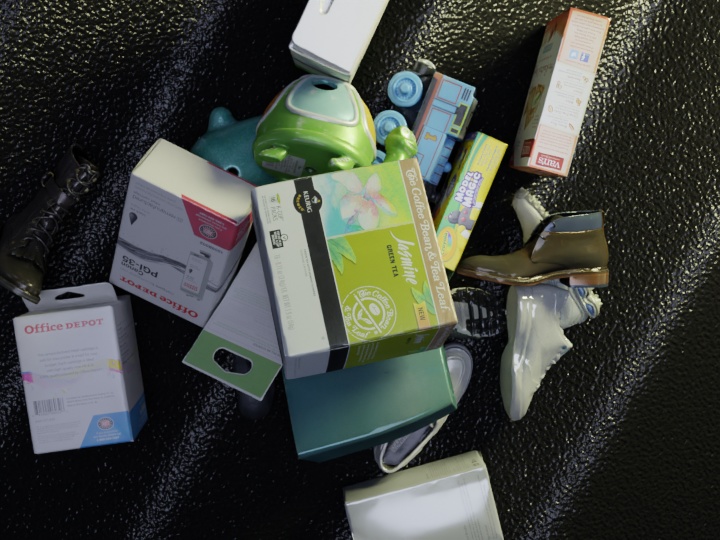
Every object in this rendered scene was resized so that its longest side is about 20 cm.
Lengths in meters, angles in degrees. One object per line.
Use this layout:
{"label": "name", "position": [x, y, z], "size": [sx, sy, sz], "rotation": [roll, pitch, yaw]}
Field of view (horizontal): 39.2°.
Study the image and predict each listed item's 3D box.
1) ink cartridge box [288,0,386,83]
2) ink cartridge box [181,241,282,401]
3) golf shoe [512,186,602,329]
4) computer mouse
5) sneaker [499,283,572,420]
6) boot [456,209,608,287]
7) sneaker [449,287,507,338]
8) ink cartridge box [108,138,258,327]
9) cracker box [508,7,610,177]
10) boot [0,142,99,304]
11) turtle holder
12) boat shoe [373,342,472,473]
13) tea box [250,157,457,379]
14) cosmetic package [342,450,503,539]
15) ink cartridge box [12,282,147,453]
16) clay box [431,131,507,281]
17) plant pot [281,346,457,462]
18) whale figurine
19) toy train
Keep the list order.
{"label": "ink cartridge box", "position": [-0.020, -0.311, 1.242], "size": [0.084, 0.200, 0.146], "rotation": [25, 95, -4]}
{"label": "ink cartridge box", "position": [-0.113, 0.060, 1.264], "size": [0.145, 0.048, 0.201], "rotation": [19, 72, 35]}
{"label": "golf shoe", "position": [0.239, -0.009, 1.349], "size": [0.097, 0.078, 0.201], "rotation": [-28, 95, 7]}
{"label": "computer mouse", "position": [-0.150, 0.104, 1.365], "size": [0.058, 0.034, 0.202], "rotation": [-7, 96, 0]}
{"label": "sneaker", "position": [0.236, 0.112, 1.342], "size": [0.088, 0.075, 0.201], "rotation": [-1, 117, -8]}
{"label": "boot", "position": [0.219, -0.031, 1.276], "size": [0.198, 0.075, 0.098], "rotation": [2, 97, -12]}
{"label": "sneaker", "position": [0.102, 0.061, 1.355], "size": [0.199, 0.090, 0.067], "rotation": [2, 79, -27]}
{"label": "ink cartridge box", "position": [-0.221, -0.042, 1.265], "size": [0.146, 0.083, 0.201], "rotation": [25, 133, 1]}
{"label": "cracker box", "position": [0.251, -0.223, 1.294], "size": [0.057, 0.134, 0.201], "rotation": [14, 95, -3]}
{"label": "boot", "position": [-0.392, -0.068, 1.269], "size": [0.174, 0.200, 0.069], "rotation": [-48, 127, 9]}
{"label": "turtle holder", "position": [-0.035, -0.162, 1.224], "size": [0.184, 0.141, 0.133], "rotation": [3, 67, 22]}
{"label": "boat shoe", "position": [0.085, 0.188, 1.366], "size": [0.072, 0.066, 0.200], "rotation": [40, 94, -5]}
{"label": "tea box", "position": [-0.012, 0.000, 1.161], "size": [0.195, 0.134, 0.201], "rotation": [-12, 75, -8]}
{"label": "cosmetic package", "position": [0.083, 0.330, 1.375], "size": [0.198, 0.081, 0.114], "rotation": [-13, 96, 0]}
{"label": "ink cartridge box", "position": [-0.360, 0.118, 1.313], "size": [0.127, 0.125, 0.202], "rotation": [-6, 95, -2]}
{"label": "clay box", "position": [0.123, -0.078, 1.315], "size": [0.047, 0.115, 0.201], "rotation": [23, 94, -5]}
{"label": "plant pot", "position": [0.017, 0.153, 1.293], "size": [0.199, 0.141, 0.142], "rotation": [-13, 76, 6]}
{"label": "whale figurine", "position": [-0.135, -0.150, 1.304], "size": [0.200, 0.104, 0.159], "rotation": [-41, 96, 1]}
{"label": "toy train", "position": [0.072, -0.168, 1.310], "size": [0.114, 0.087, 0.201], "rotation": [23, 95, 8]}
